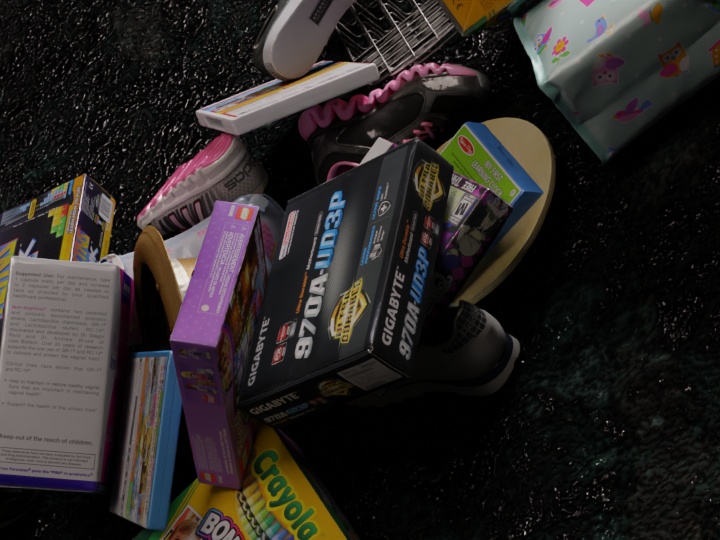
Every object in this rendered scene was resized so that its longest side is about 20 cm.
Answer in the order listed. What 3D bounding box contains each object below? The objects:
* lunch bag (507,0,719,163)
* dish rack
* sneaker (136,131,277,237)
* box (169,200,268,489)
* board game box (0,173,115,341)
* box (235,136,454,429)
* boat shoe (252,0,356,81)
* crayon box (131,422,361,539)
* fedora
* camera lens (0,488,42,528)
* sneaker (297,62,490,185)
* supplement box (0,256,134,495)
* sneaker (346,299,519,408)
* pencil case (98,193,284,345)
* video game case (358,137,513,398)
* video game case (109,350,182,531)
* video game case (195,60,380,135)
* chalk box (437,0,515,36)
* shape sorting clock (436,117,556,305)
[{"bbox_3d":[0.219,-0.216,1.592,0.170,0.122,0.200,-36,31,16],"label":"lunch bag"},{"bbox_3d":[0.042,-0.257,1.843,0.153,0.055,0.200,-39,41,12],"label":"dish rack"},{"bbox_3d":[-0.145,-0.061,1.827,0.200,0.087,0.074,-31,19,53],"label":"sneaker"},{"bbox_3d":[-0.105,0.062,1.507,0.039,0.201,0.137,8,53,9],"label":"box"},{"bbox_3d":[-0.339,0.016,1.948,0.165,0.057,0.201,-22,45,26],"label":"board game box"},{"bbox_3d":[-0.011,0.011,1.472,0.159,0.046,0.201,-24,43,43],"label":"box"},{"bbox_3d":[-0.038,-0.269,1.829,0.200,0.069,0.057,-54,29,-13],"label":"boat shoe"},{"bbox_3d":[-0.090,0.238,1.526,0.173,0.058,0.200,-44,38,3],"label":"crayon box"},{"bbox_3d":[-0.142,0.053,1.674,0.081,0.202,0.201,-13,36,-17],"label":"fedora"},{"bbox_3d":[-0.400,0.165,1.791,0.199,0.160,0.161,-7,53,39],"label":"camera lens"},{"bbox_3d":[0.035,-0.122,1.730,0.199,0.079,0.096,-19,66,32],"label":"sneaker"},{"bbox_3d":[-0.265,0.095,1.691,0.103,0.101,0.201,3,83,2],"label":"supplement box"},{"bbox_3d":[0.032,0.059,1.555,0.199,0.080,0.077,-12,51,37],"label":"sneaker"},{"bbox_3d":[-0.153,-0.001,1.767,0.199,0.091,0.083,-22,5,25],"label":"pencil case"},{"bbox_3d":[0.016,-0.008,1.537,0.182,0.036,0.200,-55,30,-1],"label":"video game case"},{"bbox_3d":[-0.181,0.141,1.611,0.200,0.018,0.144,170,108,-74],"label":"video game case"},{"bbox_3d":[-0.072,-0.164,1.785,0.142,0.018,0.200,-23,12,-10],"label":"video game case"},{"bbox_3d":[0.137,-0.305,1.699,0.124,0.125,0.200,-35,0,28],"label":"chalk box"},{"bbox_3d":[0.088,-0.044,1.623,0.200,0.039,0.201,-34,39,33],"label":"shape sorting clock"}]
